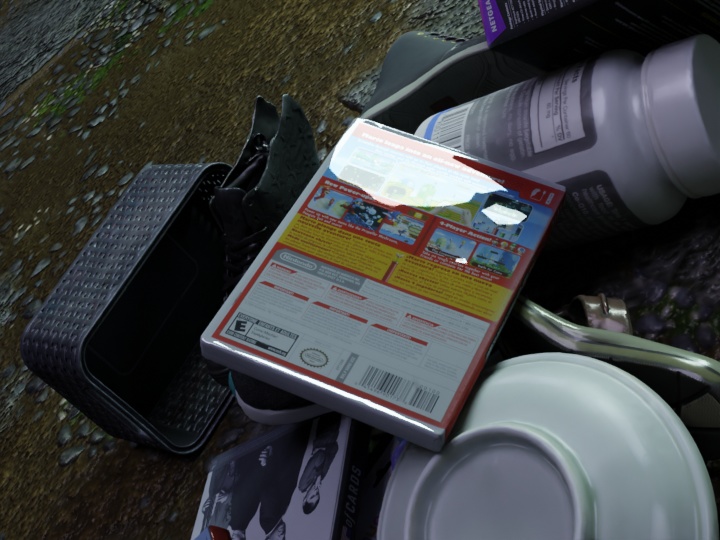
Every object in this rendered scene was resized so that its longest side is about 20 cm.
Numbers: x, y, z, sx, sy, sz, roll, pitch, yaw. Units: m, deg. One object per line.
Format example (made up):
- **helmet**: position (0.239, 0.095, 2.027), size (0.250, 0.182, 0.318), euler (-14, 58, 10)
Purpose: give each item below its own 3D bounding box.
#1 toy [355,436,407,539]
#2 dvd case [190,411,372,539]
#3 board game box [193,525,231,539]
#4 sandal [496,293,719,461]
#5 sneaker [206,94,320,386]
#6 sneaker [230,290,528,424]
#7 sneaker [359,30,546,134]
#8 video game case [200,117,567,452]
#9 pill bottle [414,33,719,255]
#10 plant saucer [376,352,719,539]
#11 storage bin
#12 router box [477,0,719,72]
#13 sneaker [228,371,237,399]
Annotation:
- **toy**: position (0.060, 0.125, 0.719), size (0.200, 0.047, 0.115), euler (8, 57, 50)
- **dvd case**: position (-0.061, 0.181, 0.784), size (0.150, 0.025, 0.200), euler (-30, 35, 36)
- **board game box**: position (-0.090, 0.255, 0.701), size (0.103, 0.019, 0.200), euler (-44, 43, 21)
- **sandal**: position (0.144, 0.050, 0.705), size (0.057, 0.080, 0.201), euler (-38, 35, -25)
- **sneaker**: position (-0.080, -0.024, 0.912), size (0.060, 0.104, 0.200), euler (1, 53, 47)
- **sneaker**: position (0.012, 0.025, 0.769), size (0.199, 0.112, 0.073), euler (-17, 45, -8)
- **sneaker**: position (0.081, -0.170, 1.009), size (0.200, 0.075, 0.106), euler (-20, 42, 33)
- **video game case**: position (0.019, -0.001, 0.711), size (0.143, 0.017, 0.200), euler (20, 52, 15)
- **pill bottle**: position (0.141, -0.075, 0.802), size (0.200, 0.114, 0.114), euler (-16, 41, 35)
- **plant saucer**: position (0.077, 0.134, 0.629), size (0.200, 0.050, 0.201), euler (-16, 63, 35)
- **storage bin**: position (-0.148, 0.026, 0.971), size (0.094, 0.135, 0.200), euler (2, 53, 48)
- **router box**: position (0.187, -0.170, 0.797), size (0.149, 0.200, 0.051), euler (-18, 77, 33)
- **sneaker**: position (-0.029, 0.004, 0.848), size (0.200, 0.080, 0.071), euler (-48, 34, -5)
